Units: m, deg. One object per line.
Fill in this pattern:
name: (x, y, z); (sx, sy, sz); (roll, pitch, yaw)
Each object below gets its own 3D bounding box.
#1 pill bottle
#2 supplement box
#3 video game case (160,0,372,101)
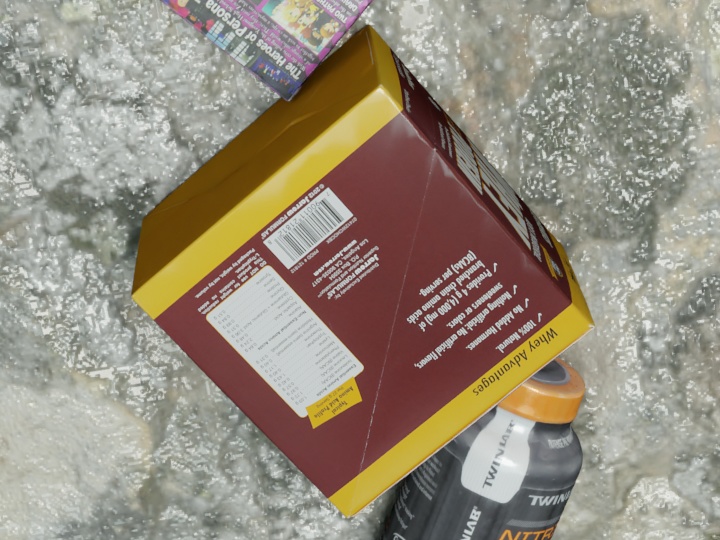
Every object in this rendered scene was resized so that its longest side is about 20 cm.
pill bottle: (0.080, 0.148, 1.251); (0.105, 0.106, 0.201); (16, 111, -9)
supplement box: (0.000, 0.000, 1.172); (0.197, 0.133, 0.200); (-39, 109, 12)
video game case: (-0.063, -0.230, 1.127); (0.200, 0.036, 0.182); (37, 106, -16)
